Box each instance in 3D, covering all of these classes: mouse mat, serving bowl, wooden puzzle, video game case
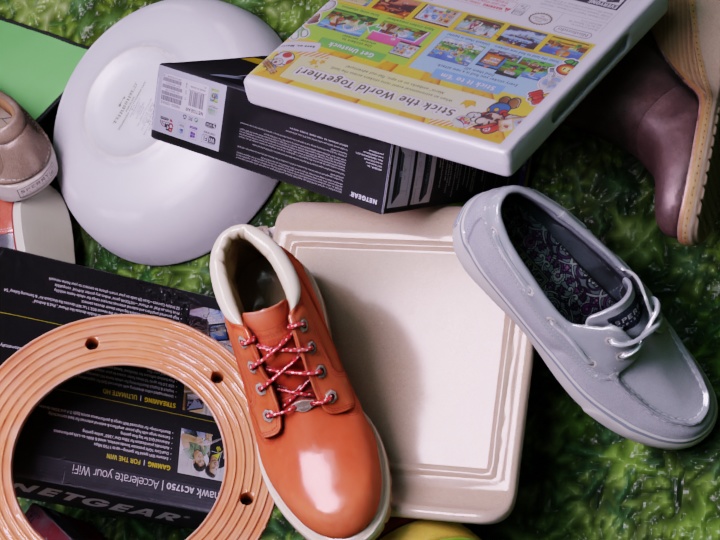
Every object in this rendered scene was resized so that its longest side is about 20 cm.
[{"bbox_3d":[-0.309,-0.136,1.796,0.199,0.008,0.161,21,58,35],"label":"mouse mat"},{"bbox_3d":[-0.143,-0.108,1.688,0.199,0.066,0.201,-11,67,28],"label":"serving bowl"},{"bbox_3d":[0.021,0.055,1.466,0.184,0.037,0.201,2,72,24],"label":"wooden puzzle"},{"bbox_3d":[0.059,-0.138,1.459,0.199,0.023,0.182,18,48,34],"label":"video game case"}]

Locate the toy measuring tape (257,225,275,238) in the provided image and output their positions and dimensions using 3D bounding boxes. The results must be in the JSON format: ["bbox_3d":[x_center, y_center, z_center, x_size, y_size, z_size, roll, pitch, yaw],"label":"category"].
[{"bbox_3d":[0.000,0.000,1.550,0.199,0.074,0.074,6,75,31],"label":"toy measuring tape"}]

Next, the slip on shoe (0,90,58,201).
[{"bbox_3d":[-0.293,-0.116,1.720,0.076,0.061,0.200,-38,46,-16],"label":"slip on shoe"}]

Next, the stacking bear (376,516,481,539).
[{"bbox_3d":[0.035,0.197,1.439,0.113,0.122,0.200,-18,44,-17],"label":"stacking bear"}]

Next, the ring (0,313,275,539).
[{"bbox_3d":[-0.147,0.120,1.451,0.199,0.019,0.202,0,64,0],"label":"ring"}]

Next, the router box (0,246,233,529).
[{"bbox_3d":[-0.163,0.079,1.548,0.051,0.199,0.150,-27,54,55],"label":"router box"}]

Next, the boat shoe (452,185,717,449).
[{"bbox_3d":[0.138,0.028,1.396,0.201,0.071,0.070,44,70,-5],"label":"boat shoe"}]

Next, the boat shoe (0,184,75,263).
[{"bbox_3d":[-0.239,0.038,1.689,0.062,0.071,0.201,-20,67,37],"label":"boat shoe"}]

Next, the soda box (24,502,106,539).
[{"bbox_3d":[-0.158,0.239,1.563,0.200,0.070,0.064,39,94,36],"label":"soda box"}]

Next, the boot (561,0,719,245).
[{"bbox_3d":[0.144,-0.099,1.482,0.165,0.073,0.201,-1,56,13],"label":"boot"}]

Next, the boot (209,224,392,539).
[{"bbox_3d":[-0.041,0.068,1.404,0.075,0.107,0.201,-22,66,1],"label":"boot"}]

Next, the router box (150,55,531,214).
[{"bbox_3d":[-0.011,-0.092,1.540,0.199,0.157,0.053,20,109,36],"label":"router box"}]
